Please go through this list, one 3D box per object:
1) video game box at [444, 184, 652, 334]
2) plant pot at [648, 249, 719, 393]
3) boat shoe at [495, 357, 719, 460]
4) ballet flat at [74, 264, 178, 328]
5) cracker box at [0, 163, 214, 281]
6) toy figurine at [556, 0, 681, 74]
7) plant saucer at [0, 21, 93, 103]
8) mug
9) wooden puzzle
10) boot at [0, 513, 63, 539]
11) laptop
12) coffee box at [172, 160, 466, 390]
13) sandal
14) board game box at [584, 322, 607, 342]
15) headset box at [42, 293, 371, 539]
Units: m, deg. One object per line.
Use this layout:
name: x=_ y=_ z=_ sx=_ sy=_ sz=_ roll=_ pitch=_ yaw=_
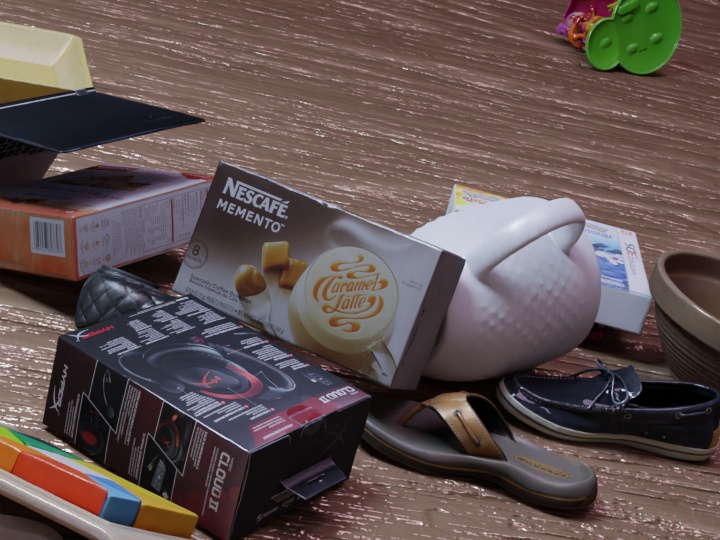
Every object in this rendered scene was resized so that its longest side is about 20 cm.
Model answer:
video game box: x=0.179 y=-0.014 z=1.576 sx=0.198 sy=0.047 sz=0.182 roll=15 pitch=19 yaw=-2
plant pot: x=0.345 y=0.070 z=1.478 sx=0.199 sy=0.093 sz=0.201 roll=20 pitch=23 yaw=-9
boat shoe: x=0.211 y=0.109 z=1.352 sx=0.198 sy=0.063 sz=0.075 roll=11 pitch=24 yaw=-7
ballet flat: x=-0.133 y=0.056 z=1.287 sx=0.198 sy=0.057 sz=0.066 roll=23 pitch=-5 yaw=6
cracker box: x=-0.231 y=-0.046 z=1.389 sx=0.133 sy=0.058 sz=0.199 roll=8 pitch=15 yaw=30
toy figurine: x=0.394 y=-0.400 z=2.650 sx=0.199 sy=0.152 sz=0.184 roll=-26 pitch=25 yaw=-23
plant saucer: x=-0.398 y=-0.221 z=1.750 sx=0.198 sy=0.049 sz=0.200 roll=8 pitch=24 yaw=-18
mug: x=0.110 y=0.006 z=1.353 sx=0.174 sy=0.200 sz=0.148 roll=-13 pitch=65 yaw=-46
wooden puzzle: x=-0.177 y=0.130 z=0.974 sx=0.199 sy=0.037 sz=0.185 roll=27 pitch=-5 yaw=21
boot: x=-0.270 y=0.145 z=0.925 sx=0.198 sy=0.074 sz=0.096 roll=4 pitch=31 yaw=-24
laptop: x=-0.271 y=-0.088 z=1.390 sx=0.116 sy=0.200 sz=0.187 roll=49 pitch=33 yaw=14
coffee box: x=-0.033 y=0.004 z=1.269 sx=0.198 sy=0.115 sz=0.080 roll=23 pitch=2 yaw=18
sandal: x=0.091 y=0.127 z=1.236 sx=0.198 sy=0.055 sz=0.082 roll=19 pitch=22 yaw=10
board game box: x=0.153 y=0.010 z=1.593 sx=0.119 sy=0.033 sz=0.200 roll=12 pitch=21 yaw=-21
headset box: x=-0.100 y=0.103 z=1.139 sx=0.199 sy=0.076 sz=0.148 roll=27 pitch=25 yaw=26
